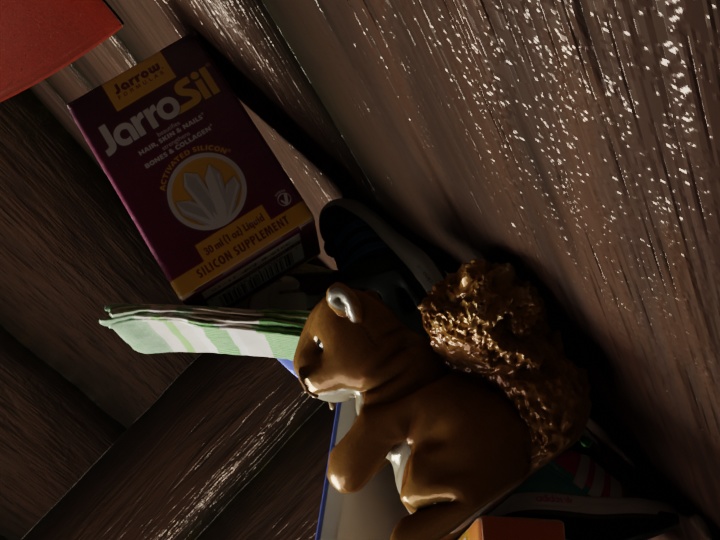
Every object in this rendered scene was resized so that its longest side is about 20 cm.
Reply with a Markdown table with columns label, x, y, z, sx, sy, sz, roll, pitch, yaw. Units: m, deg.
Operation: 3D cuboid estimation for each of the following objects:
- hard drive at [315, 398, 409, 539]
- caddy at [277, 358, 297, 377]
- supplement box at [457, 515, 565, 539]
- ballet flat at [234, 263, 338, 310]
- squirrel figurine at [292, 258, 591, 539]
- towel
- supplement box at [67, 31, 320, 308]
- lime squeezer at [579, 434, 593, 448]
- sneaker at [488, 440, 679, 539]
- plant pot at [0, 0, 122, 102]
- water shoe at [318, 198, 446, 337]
| label | x | y | z | sx | sy | sz | roll | pitch | yaw |
| --- | --- | --- | --- | --- | --- | --- | --- | --- | --- |
| hard drive | 0.011 | 0.176 | 0.910 | 0.025 | 0.202 | 0.132 | -7 | 147 | 26 |
| caddy | -0.056 | 0.060 | 1.456 | 0.200 | 0.105 | 0.141 | 41 | -167 | 18 |
| supplement box | 0.089 | 0.244 | 0.860 | 0.066 | 0.069 | 0.200 | 5 | 151 | -11 |
| ballet flat | -0.038 | 0.028 | 1.034 | 0.071 | 0.198 | 0.072 | 179 | 90 | -79 |
| squirrel figurine | 0.052 | 0.075 | 0.814 | 0.187 | 0.200 | 0.141 | 54 | -165 | 17 |
| towel | -0.104 | 0.057 | 0.972 | 0.197 | 0.024 | 0.153 | 2 | 165 | 4 |
| supplement box | -0.137 | -0.076 | 0.986 | 0.201 | 0.130 | 0.103 | 56 | 173 | 14 |
| lime squeezer | 0.114 | 0.083 | 0.991 | 0.200 | 0.038 | 0.071 | 49 | 171 | -17 |
| sneaker | 0.171 | 0.156 | 0.942 | 0.199 | 0.083 | 0.122 | 15 | -129 | -36 |
| plant pot | -0.403 | -0.283 | 1.229 | 0.200 | 0.176 | 0.199 | 50 | 169 | -29 |
| water shoe | 0.000 | 0.000 | 0.962 | 0.200 | 0.079 | 0.072 | 35 | 156 | 54 |
